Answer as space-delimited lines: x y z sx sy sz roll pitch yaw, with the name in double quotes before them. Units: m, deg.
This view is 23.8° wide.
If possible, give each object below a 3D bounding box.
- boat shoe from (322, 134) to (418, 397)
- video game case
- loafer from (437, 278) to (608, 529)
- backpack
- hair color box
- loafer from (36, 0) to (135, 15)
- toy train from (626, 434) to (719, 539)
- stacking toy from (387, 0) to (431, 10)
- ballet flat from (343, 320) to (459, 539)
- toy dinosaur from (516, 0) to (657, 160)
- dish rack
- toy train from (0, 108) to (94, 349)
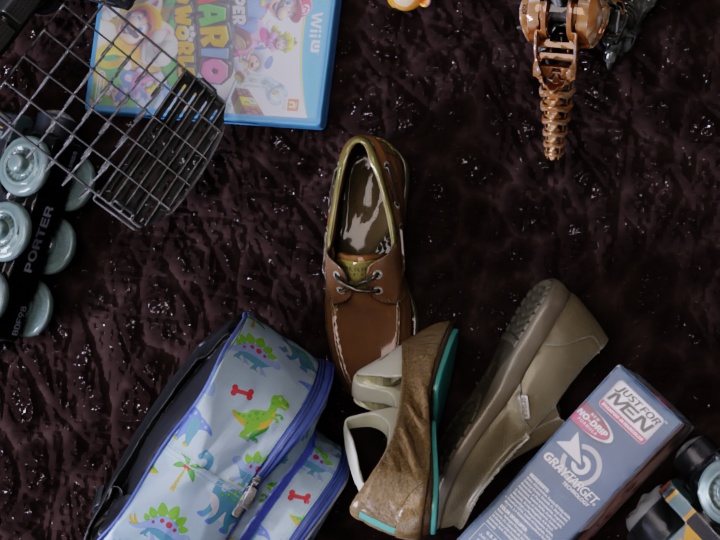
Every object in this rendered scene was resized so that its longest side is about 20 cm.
"boat shoe" 0.000 0.000 1.258 0.072 0.068 0.201 -5 83 14
"video game case" -0.115 -0.188 1.342 0.199 0.018 0.144 5 84 17
"loafer" 0.109 0.105 1.208 0.067 0.076 0.200 28 101 -5
"backpack" -0.091 0.139 1.214 0.147 0.183 0.200 31 93 -5
"hair color box" 0.139 0.160 1.181 0.061 0.100 0.200 43 96 16
"loafer" -0.260 -0.240 1.356 0.200 0.068 0.071 6 82 25
"toy train" 0.270 0.209 1.151 0.200 0.085 0.114 47 107 16
"stacking toy" 0.085 -0.272 1.262 0.116 0.110 0.200 47 108 14
"ballet flat" 0.026 0.104 1.187 0.072 0.068 0.200 7 43 4
"toy dinosaur" 0.142 -0.187 1.200 0.102 0.136 0.200 29 102 13
"dish rack" -0.204 -0.127 1.276 0.200 0.055 0.154 38 60 -14
"toy train" -0.285 -0.035 1.336 0.114 0.085 0.201 19 90 29
